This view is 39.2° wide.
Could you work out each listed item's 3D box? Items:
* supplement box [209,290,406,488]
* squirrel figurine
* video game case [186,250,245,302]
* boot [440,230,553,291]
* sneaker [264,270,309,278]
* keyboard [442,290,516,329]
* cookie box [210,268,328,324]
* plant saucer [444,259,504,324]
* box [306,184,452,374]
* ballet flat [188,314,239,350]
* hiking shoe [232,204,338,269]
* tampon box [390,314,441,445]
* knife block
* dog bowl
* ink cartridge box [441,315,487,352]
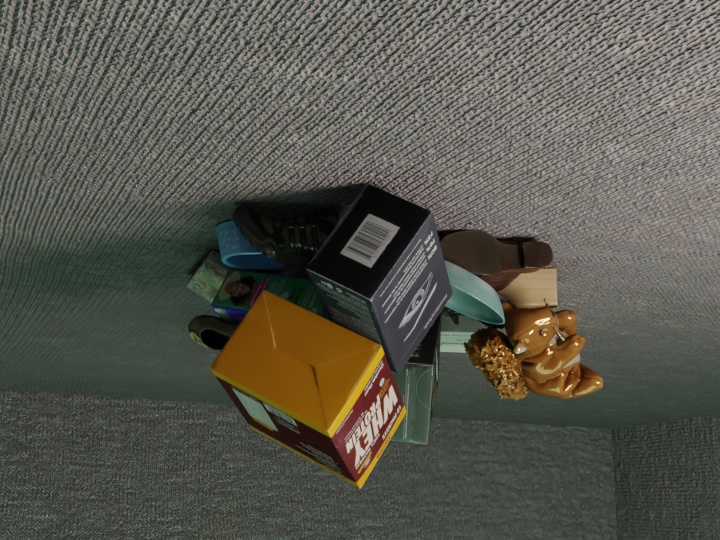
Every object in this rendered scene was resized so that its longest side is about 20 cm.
[{"bbox_3d":[-0.065,0.164,1.381,0.196,0.133,0.201,23,156,25],"label":"supplement box"},{"bbox_3d":[0.268,0.132,1.648,0.198,0.143,0.186,-24,146,23],"label":"squirrel figurine"},{"bbox_3d":[-0.186,0.051,1.682,0.199,0.023,0.182,34,156,-10],"label":"video game case"},{"bbox_3d":[0.179,-0.007,1.569,0.184,0.065,0.200,7,169,-14],"label":"boot"},{"bbox_3d":[-0.136,0.030,1.683,0.098,0.079,0.200,6,164,-8],"label":"sneaker"},{"bbox_3d":[0.189,0.067,1.667,0.126,0.021,0.200,-9,158,26],"label":"keyboard"},{"bbox_3d":[-0.095,0.079,1.523,0.198,0.076,0.171,6,151,32],"label":"cookie box"},{"bbox_3d":[0.129,0.019,1.495,0.198,0.036,0.200,26,172,4],"label":"plant saucer"},{"bbox_3d":[0.030,0.015,1.315,0.104,0.148,0.201,25,155,26],"label":"box"},{"bbox_3d":[-0.197,0.104,1.516,0.199,0.047,0.067,3,147,43],"label":"ballet flat"},{"bbox_3d":[-0.076,-0.052,1.383,0.199,0.101,0.076,29,-172,-13],"label":"hiking shoe"},{"bbox_3d":[0.063,0.166,1.659,0.125,0.152,0.200,5,-157,7],"label":"tampon box"},{"bbox_3d":[0.209,0.035,1.704,0.174,0.065,0.199,11,162,-35],"label":"knife block"},{"bbox_3d":[-0.113,-0.036,1.474,0.197,0.050,0.112,-1,165,5],"label":"dog bowl"},{"bbox_3d":[0.152,0.095,1.898,0.145,0.087,0.200,2,167,-6],"label":"ink cartridge box"}]
